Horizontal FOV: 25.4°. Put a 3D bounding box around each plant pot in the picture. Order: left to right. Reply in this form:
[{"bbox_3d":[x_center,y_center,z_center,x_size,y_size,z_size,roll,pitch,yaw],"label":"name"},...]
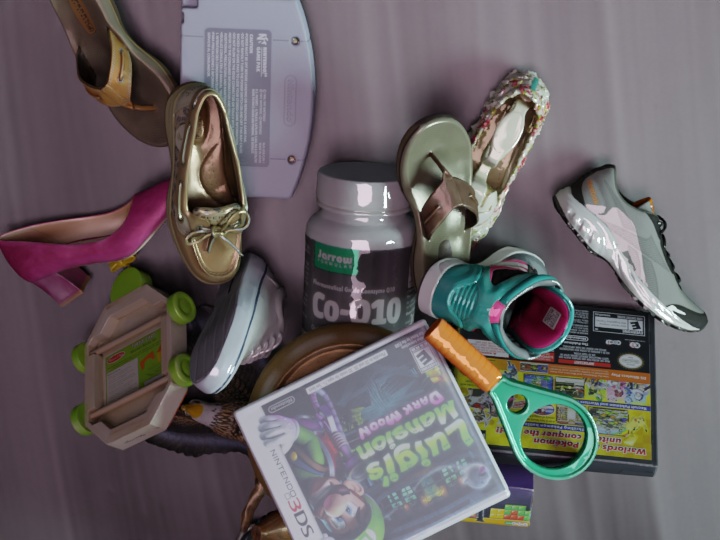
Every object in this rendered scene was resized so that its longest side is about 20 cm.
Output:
[{"bbox_3d":[-0.010,0.148,1.500,0.200,0.027,0.200,0,84,2],"label":"plant pot"}]

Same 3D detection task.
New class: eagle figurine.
[{"bbox_3d":[-0.141,0.140,1.621,0.152,0.200,0.151,-42,136,-17],"label":"eagle figurine"}]

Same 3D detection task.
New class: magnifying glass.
[{"bbox_3d":[0.138,0.117,1.474,0.200,0.022,0.080,42,94,-10],"label":"magnifying glass"}]

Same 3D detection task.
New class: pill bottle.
[{"bbox_3d":[0.000,0.000,1.569,0.113,0.113,0.200,3,106,3],"label":"pill bottle"}]

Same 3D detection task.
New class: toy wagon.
[{"bbox_3d":[-0.224,0.074,1.591,0.155,0.200,0.040,-26,144,32],"label":"toy wagon"}]

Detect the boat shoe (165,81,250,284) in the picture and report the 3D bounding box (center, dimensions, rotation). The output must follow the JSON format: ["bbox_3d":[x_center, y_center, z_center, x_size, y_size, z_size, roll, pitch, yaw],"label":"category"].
[{"bbox_3d":[-0.148,-0.079,1.535,0.073,0.063,0.200,-15,107,-21],"label":"boat shoe"}]

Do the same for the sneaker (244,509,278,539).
[{"bbox_3d":[-0.062,0.290,1.626,0.087,0.200,0.075,-45,66,24],"label":"sneaker"}]

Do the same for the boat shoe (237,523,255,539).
[{"bbox_3d":[-0.104,0.371,1.709,0.075,0.062,0.200,2,106,5],"label":"boat shoe"}]

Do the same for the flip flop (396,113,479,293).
[{"bbox_3d":[0.081,-0.053,1.502,0.081,0.058,0.200,-16,117,-26],"label":"flip flop"}]

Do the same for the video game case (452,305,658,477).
[{"bbox_3d":[0.189,0.111,1.567,0.200,0.181,0.026,5,143,2],"label":"video game case"}]

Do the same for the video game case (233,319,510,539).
[{"bbox_3d":[0.010,0.169,1.472,0.200,0.023,0.182,-26,83,-1],"label":"video game case"}]

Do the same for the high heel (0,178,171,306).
[{"bbox_3d":[-0.270,-0.050,1.595,0.200,0.067,0.096,-35,112,27],"label":"high heel"}]

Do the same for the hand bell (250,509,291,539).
[{"bbox_3d":[-0.028,0.236,1.584,0.104,0.200,0.104,11,106,42],"label":"hand bell"}]

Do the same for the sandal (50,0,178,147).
[{"bbox_3d":[-0.245,-0.201,1.546,0.080,0.054,0.200,-26,102,34],"label":"sandal"}]

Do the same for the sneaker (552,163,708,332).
[{"bbox_3d":[0.279,-0.019,1.569,0.079,0.074,0.200,-41,100,8],"label":"sneaker"}]

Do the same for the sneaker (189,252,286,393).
[{"bbox_3d":[-0.109,0.057,1.552,0.071,0.200,0.073,39,124,-16],"label":"sneaker"}]

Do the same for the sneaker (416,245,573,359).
[{"bbox_3d":[0.155,0.028,1.511,0.121,0.200,0.084,26,110,31],"label":"sneaker"}]

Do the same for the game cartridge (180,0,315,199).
[{"bbox_3d":[-0.111,-0.171,1.568,0.133,0.040,0.200,5,107,6],"label":"game cartridge"}]

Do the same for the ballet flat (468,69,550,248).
[{"bbox_3d":[0.122,-0.103,1.558,0.076,0.064,0.200,23,107,-2],"label":"ballet flat"}]

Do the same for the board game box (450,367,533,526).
[{"bbox_3d":[0.072,0.168,1.583,0.200,0.165,0.057,5,128,2],"label":"board game box"}]
